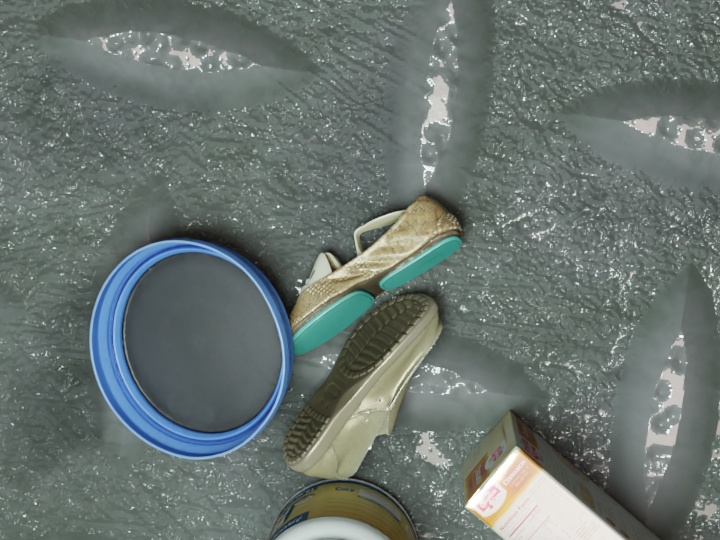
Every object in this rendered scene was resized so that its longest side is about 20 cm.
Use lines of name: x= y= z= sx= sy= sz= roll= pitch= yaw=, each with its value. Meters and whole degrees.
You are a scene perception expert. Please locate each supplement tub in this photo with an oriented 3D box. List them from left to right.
supplement tub: x=-0.021 y=0.275 z=1.453 sx=0.143 sy=0.200 sz=0.146 roll=0 pitch=97 yaw=3

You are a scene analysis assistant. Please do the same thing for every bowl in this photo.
bowl: x=-0.151 y=0.069 z=1.488 sx=0.199 sy=0.039 sz=0.203 roll=5 pitch=102 yaw=22

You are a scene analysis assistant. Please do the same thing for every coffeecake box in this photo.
coffeecake box: x=0.188 y=0.228 z=1.458 sx=0.200 sy=0.154 sz=0.073 roll=41 pitch=97 yaw=-2

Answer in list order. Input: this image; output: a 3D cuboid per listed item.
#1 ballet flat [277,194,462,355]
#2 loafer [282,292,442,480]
ballet flat: x=0.000 y=0.000 z=1.494 sx=0.199 sy=0.071 sz=0.066 roll=-33 pitch=68 yaw=4
loafer: x=0.010 y=0.109 z=1.497 sx=0.068 sy=0.076 sz=0.200 roll=39 pitch=92 yaw=-32
